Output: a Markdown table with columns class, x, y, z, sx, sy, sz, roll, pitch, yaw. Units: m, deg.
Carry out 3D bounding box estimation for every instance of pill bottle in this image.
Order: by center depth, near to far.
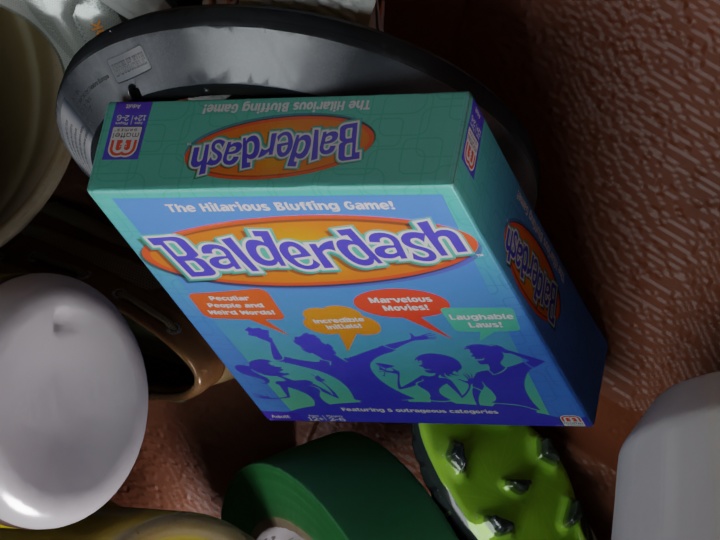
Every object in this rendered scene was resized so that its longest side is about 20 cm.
| class | x | y | z | sx | sy | sz | roll | pitch | yaw |
| --- | --- | --- | --- | --- | --- | --- | --- | --- | --- |
| pill bottle | -0.196 | 0.057 | 1.250 | 0.200 | 0.109 | 0.109 | -1 | 120 | 43 |

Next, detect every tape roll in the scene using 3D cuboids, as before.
| class | x | y | z | sx | sy | sz | roll | pitch | yaw |
| --- | --- | --- | --- | --- | --- | --- | --- | --- | --- |
| tape roll | 0.003 | 0.174 | 1.276 | 0.200 | 0.048 | 0.200 | 44 | 144 | 44 |

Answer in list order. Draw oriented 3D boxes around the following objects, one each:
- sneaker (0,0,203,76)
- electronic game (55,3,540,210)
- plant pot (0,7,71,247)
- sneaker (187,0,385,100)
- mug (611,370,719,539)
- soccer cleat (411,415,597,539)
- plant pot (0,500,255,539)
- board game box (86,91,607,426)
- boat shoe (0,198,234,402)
| class | x | y | z | sx | sy | sz | roll | pitch | yaw |
| --- | --- | --- | --- | --- | --- | --- | --- | --- | --- |
| sneaker | -0.156 | -0.158 | 1.179 | 0.079 | 0.074 | 0.200 | -40 | 95 | 22 |
| electronic game | -0.026 | -0.049 | 1.154 | 0.200 | 0.042 | 0.200 | 9 | 154 | 4 |
| plant pot | -0.244 | -0.073 | 1.254 | 0.200 | 0.200 | 0.174 | 50 | 151 | -7 |
| sneaker | -0.024 | -0.119 | 1.137 | 0.078 | 0.079 | 0.200 | 8 | 158 | -9 |
| mug | 0.178 | 0.125 | 1.123 | 0.187 | 0.153 | 0.149 | 9 | 156 | -25 |
| soccer cleat | 0.079 | 0.137 | 1.255 | 0.200 | 0.068 | 0.081 | 51 | 143 | -9 |
| plant pot | -0.125 | 0.188 | 1.292 | 0.189 | 0.201 | 0.201 | -20 | 109 | 50 |
| board game box | 0.000 | 0.000 | 1.142 | 0.152 | 0.045 | 0.200 | 0 | 150 | 23 |
| boat shoe | -0.135 | 0.017 | 1.304 | 0.200 | 0.074 | 0.076 | 6 | 124 | 31 |
